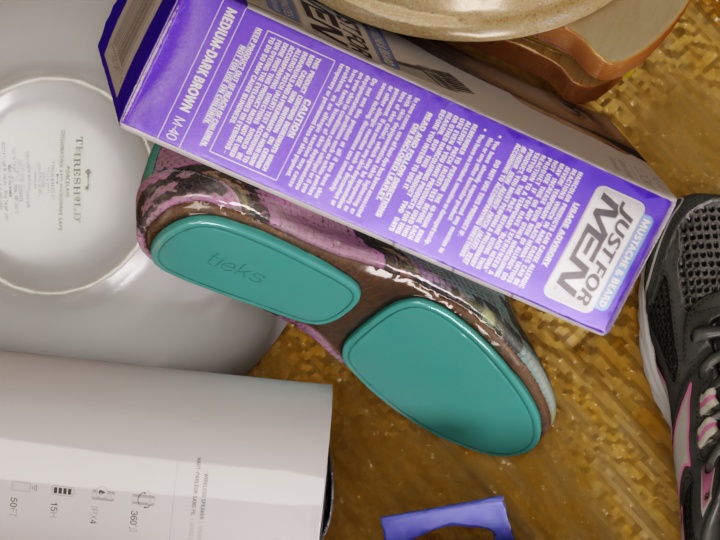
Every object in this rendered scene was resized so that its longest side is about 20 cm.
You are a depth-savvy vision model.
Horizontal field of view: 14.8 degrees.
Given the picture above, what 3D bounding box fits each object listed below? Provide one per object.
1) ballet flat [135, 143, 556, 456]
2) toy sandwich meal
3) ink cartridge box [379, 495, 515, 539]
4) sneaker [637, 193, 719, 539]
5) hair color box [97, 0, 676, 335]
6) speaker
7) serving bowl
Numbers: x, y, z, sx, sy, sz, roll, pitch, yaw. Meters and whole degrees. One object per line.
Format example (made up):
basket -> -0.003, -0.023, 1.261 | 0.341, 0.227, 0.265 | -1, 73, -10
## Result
ballet flat -> 0.000, 0.000, 1.062 | 0.199, 0.071, 0.069 | 29, 135, -28
toy sandwich meal -> 0.039, -0.152, 1.060 | 0.204, 0.070, 0.206 | 2, 60, -4
ink cartridge box -> 0.049, 0.190, 1.071 | 0.136, 0.076, 0.201 | -10, 87, 5
sneaker -> 0.154, 0.067, 1.055 | 0.080, 0.086, 0.201 | -11, 88, 4
hair color box -> 0.008, -0.055, 1.024 | 0.199, 0.109, 0.065 | 25, 104, -17
speaker -> -0.109, 0.073, 1.045 | 0.199, 0.081, 0.082 | 5, 90, -2
serving bowl -> -0.117, -0.032, 1.094 | 0.199, 0.066, 0.201 | 0, 89, 6
